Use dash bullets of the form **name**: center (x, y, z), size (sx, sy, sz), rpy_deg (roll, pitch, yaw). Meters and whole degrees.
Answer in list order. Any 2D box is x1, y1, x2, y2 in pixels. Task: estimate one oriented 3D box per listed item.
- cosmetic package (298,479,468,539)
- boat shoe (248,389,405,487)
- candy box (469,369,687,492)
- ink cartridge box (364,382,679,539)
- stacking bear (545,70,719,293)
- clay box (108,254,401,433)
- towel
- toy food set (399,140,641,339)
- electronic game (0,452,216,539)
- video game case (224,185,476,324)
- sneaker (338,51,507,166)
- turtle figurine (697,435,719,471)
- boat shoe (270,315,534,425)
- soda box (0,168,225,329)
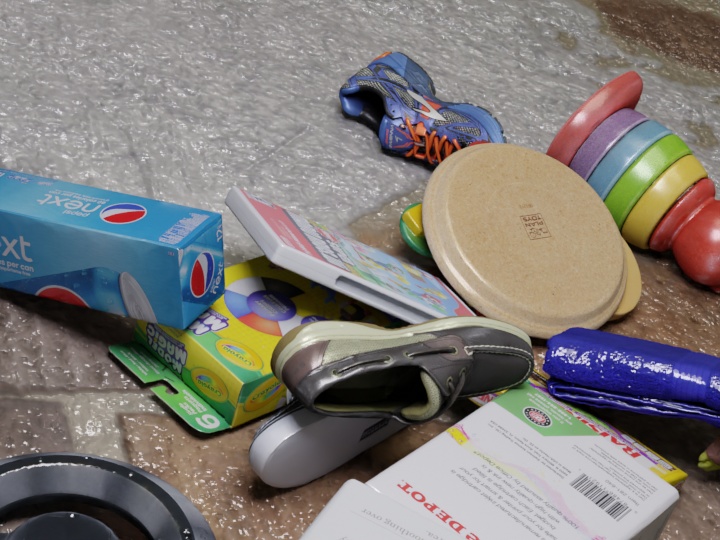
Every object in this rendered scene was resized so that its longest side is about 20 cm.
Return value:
- **cosmetic package**: center (0.002, 0.260, 1.077), size (0.167, 0.167, 0.200), rpy_deg (28, 34, 12)
- **boat shoe**: center (-0.022, 0.094, 1.378), size (0.068, 0.072, 0.200), rpy_deg (41, 37, 21)
- **candy box**: center (0.148, 0.113, 1.453), size (0.200, 0.026, 0.102), rpy_deg (34, 18, 21)
- **ink cartridge box**: center (0.102, 0.178, 1.314), size (0.145, 0.084, 0.200), rpy_deg (36, 37, 22)
- **stacking bear**: center (0.272, -0.066, 1.727), size (0.200, 0.122, 0.114), rpy_deg (42, 37, 18)
- **clay box**: center (-0.078, 0.048, 1.437), size (0.115, 0.048, 0.200), rpy_deg (38, 37, 28)
- **towel**: center (0.246, 0.089, 1.485), size (0.200, 0.050, 0.148), rpy_deg (12, 5, 15)
- **toy food set**: center (0.138, -0.026, 1.617), size (0.200, 0.049, 0.198), rpy_deg (-26, 74, -37)
- **electronic game**: center (-0.186, 0.186, 1.197), size (0.200, 0.042, 0.200), rpy_deg (7, 37, -5)
- **video game case**: center (0.000, 0.000, 1.474), size (0.200, 0.017, 0.143), rpy_deg (24, 11, -25)
- **sneaker**: center (0.056, -0.124, 1.738), size (0.078, 0.075, 0.200), rpy_deg (-25, 46, -34)
- **turtle figurine**: center (0.325, 0.186, 1.433), size (0.200, 0.064, 0.161), rpy_deg (-7, 42, -33)
- **boat shoe**: center (0.037, 0.076, 1.326), size (0.201, 0.072, 0.066), rpy_deg (2, 42, -28)
- **soda box**: center (-0.200, -0.018, 1.398), size (0.200, 0.068, 0.064), rpy_deg (12, 31, 23)
